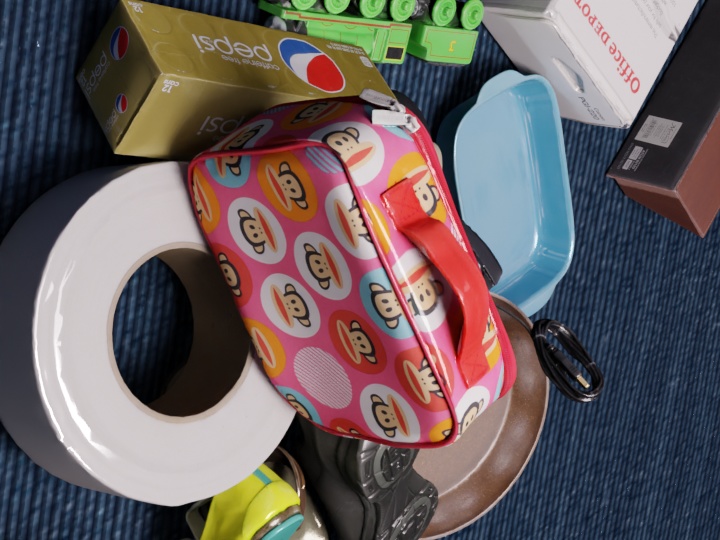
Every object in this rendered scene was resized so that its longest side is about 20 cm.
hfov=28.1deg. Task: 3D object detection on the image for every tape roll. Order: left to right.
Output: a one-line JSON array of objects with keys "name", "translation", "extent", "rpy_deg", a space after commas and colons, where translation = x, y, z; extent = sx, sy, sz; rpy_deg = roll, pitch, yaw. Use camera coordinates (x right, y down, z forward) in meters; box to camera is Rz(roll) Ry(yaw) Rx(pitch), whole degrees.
[{"name": "tape roll", "translation": [-0.123, 0.035, 0.865], "extent": [0.201, 0.070, 0.205], "rpy_deg": [0, 89, -40]}]

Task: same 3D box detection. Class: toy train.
[{"name": "toy train", "translation": [0.009, -0.170, 0.983], "extent": [0.199, 0.042, 0.057], "rpy_deg": [-3, 115, -43]}]

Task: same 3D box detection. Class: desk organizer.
[{"name": "desk organizer", "translation": [0.303, -0.135, 1.253], "extent": [0.201, 0.071, 0.077], "rpy_deg": [-58, 135, -15]}]

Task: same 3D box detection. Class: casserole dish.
[{"name": "casserole dish", "translation": [0.109, -0.059, 1.111], "extent": [0.121, 0.039, 0.202], "rpy_deg": [-32, 123, -34]}]

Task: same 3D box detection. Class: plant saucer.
[{"name": "plant saucer", "translation": [0.054, 0.106, 1.087], "extent": [0.198, 0.034, 0.203], "rpy_deg": [-12, 113, -29]}]

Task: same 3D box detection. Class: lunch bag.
[{"name": "lunch bag", "translation": [0.002, 0.002, 0.810], "extent": [0.082, 0.175, 0.202], "rpy_deg": [-36, 113, -34]}]

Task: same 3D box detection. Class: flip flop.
[{"name": "flip flop", "translation": [-0.072, 0.142, 0.980], "extent": [0.081, 0.057, 0.201], "rpy_deg": [-41, 126, -29]}]

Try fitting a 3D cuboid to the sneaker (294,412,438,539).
[{"name": "sneaker", "translation": [-0.001, 0.142, 1.005], "extent": [0.076, 0.090, 0.201], "rpy_deg": [-41, 145, -30]}]

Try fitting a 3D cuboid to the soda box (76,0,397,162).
[{"name": "soda box", "translation": [-0.070, -0.108, 0.889], "extent": [0.199, 0.068, 0.064], "rpy_deg": [2, 136, -44]}]

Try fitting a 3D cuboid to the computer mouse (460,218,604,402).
[{"name": "computer mouse", "translation": [0.100, 0.017, 1.033], "extent": [0.059, 0.200, 0.034], "rpy_deg": [-39, 165, -41]}]

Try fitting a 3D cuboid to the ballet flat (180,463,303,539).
[{"name": "ballet flat", "translation": [-0.098, 0.194, 0.953], "extent": [0.067, 0.067, 0.201], "rpy_deg": [-26, 154, -46]}]

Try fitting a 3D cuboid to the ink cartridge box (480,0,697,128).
[{"name": "ink cartridge box", "translation": [0.191, -0.233, 1.107], "extent": [0.146, 0.084, 0.201], "rpy_deg": [43, 70, -42]}]

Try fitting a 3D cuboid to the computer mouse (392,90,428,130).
[{"name": "computer mouse", "translation": [0.048, -0.028, 1.000], "extent": [0.034, 0.058, 0.202], "rpy_deg": [-16, 91, -37]}]

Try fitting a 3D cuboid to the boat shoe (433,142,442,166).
[{"name": "boat shoe", "translation": [0.000, 0.000, 0.971], "extent": [0.062, 0.071, 0.201], "rpy_deg": [-29, 148, -51]}]
